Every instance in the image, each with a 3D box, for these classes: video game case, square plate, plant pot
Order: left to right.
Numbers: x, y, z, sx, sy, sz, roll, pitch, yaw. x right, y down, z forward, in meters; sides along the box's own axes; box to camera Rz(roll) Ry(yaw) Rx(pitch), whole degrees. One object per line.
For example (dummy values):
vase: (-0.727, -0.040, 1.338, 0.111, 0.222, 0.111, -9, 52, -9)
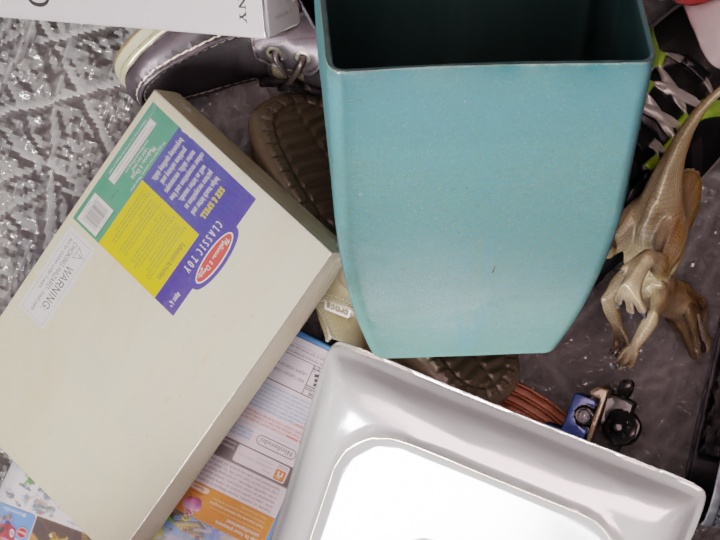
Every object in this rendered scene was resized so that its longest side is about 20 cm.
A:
video game case: (-0.105, 0.106, 1.545, 0.143, 0.018, 0.200, 25, 91, 7)
square plate: (0.046, 0.159, 1.479, 0.198, 0.028, 0.201, 22, 114, 8)
plant pot: (0.048, -0.062, 1.388, 0.141, 0.142, 0.200, -2, 134, -4)

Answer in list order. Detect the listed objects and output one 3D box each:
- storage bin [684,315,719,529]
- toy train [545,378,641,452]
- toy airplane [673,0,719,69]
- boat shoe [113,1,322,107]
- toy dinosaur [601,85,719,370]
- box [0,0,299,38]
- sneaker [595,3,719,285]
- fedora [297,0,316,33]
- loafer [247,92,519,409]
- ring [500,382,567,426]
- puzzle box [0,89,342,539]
storage bin: (0.230, 0.034, 1.488, 0.093, 0.135, 0.201, 12, 92, 0)
toy train: (0.092, 0.145, 1.528, 0.046, 0.034, 0.201, 22, 93, 12)
toy airplane: (0.226, -0.172, 1.404, 0.199, 0.141, 0.200, 21, 93, -4)
boat shoe: (-0.025, -0.122, 1.516, 0.199, 0.072, 0.065, -21, 71, -4)
toy dinosaur: (0.143, -0.019, 1.476, 0.058, 0.200, 0.101, 28, 56, 24)
box: (-0.126, -0.192, 1.465, 0.199, 0.036, 0.145, 6, 112, 28)
sneaker: (0.140, -0.054, 1.514, 0.072, 0.083, 0.200, 35, 91, -1)
fedora: (0.063, -0.178, 1.459, 0.200, 0.092, 0.201, 3, 81, -20)
loafer: (0.000, 0.000, 1.515, 0.076, 0.067, 0.200, -19, 68, -37)
ring: (0.041, 0.149, 1.553, 0.200, 0.019, 0.201, 0, 91, 0)
puzzle box: (-0.106, 0.028, 1.498, 0.133, 0.025, 0.200, 43, 108, 22)
